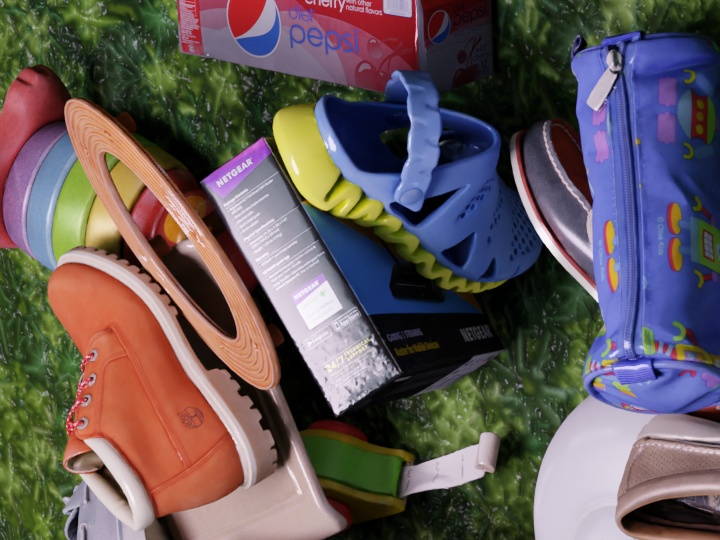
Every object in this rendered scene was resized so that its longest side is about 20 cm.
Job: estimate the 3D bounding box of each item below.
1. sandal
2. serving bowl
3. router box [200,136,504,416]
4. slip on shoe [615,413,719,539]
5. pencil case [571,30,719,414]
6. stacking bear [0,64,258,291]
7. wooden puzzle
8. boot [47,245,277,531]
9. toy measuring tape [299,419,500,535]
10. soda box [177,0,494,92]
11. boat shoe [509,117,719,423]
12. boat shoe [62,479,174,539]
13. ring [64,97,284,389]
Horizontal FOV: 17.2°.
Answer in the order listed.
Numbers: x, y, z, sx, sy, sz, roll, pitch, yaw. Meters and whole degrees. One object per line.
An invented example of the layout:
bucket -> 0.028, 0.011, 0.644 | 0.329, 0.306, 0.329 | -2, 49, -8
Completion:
sandal -> 0.045, -0.050, 1.301 | 0.087, 0.200, 0.080 | -33, 55, 25
serving bowl -> 0.170, 0.160, 1.339 | 0.199, 0.066, 0.201 | 20, 119, 40
router box -> 0.000, 0.000, 1.348 | 0.051, 0.200, 0.150 | -33, 82, 17
slip on shoe -> 0.218, 0.118, 1.198 | 0.199, 0.061, 0.076 | 10, 138, 36
pencil case -> 0.149, -0.029, 1.214 | 0.078, 0.087, 0.201 | -12, 69, 33
stacking bear -> -0.149, -0.036, 1.551 | 0.199, 0.122, 0.114 | 21, 158, 26
wooden puzzle -> -0.093, 0.090, 1.505 | 0.185, 0.037, 0.201 | -30, 86, 55
boot -> -0.149, 0.069, 1.439 | 0.200, 0.107, 0.075 | 48, 153, 29
toy measuring tape -> 0.001, 0.122, 1.483 | 0.200, 0.073, 0.074 | -22, 90, 50
soda box -> -0.017, -0.151, 1.396 | 0.199, 0.070, 0.064 | 15, 117, 40
boat shoe -> 0.152, -0.006, 1.285 | 0.063, 0.071, 0.201 | -43, 70, 33
boat shoe -> -0.168, 0.161, 1.600 | 0.201, 0.071, 0.070 | -105, -11, -62
ring -> -0.104, -0.018, 1.358 | 0.201, 0.019, 0.201 | 49, 164, 19
